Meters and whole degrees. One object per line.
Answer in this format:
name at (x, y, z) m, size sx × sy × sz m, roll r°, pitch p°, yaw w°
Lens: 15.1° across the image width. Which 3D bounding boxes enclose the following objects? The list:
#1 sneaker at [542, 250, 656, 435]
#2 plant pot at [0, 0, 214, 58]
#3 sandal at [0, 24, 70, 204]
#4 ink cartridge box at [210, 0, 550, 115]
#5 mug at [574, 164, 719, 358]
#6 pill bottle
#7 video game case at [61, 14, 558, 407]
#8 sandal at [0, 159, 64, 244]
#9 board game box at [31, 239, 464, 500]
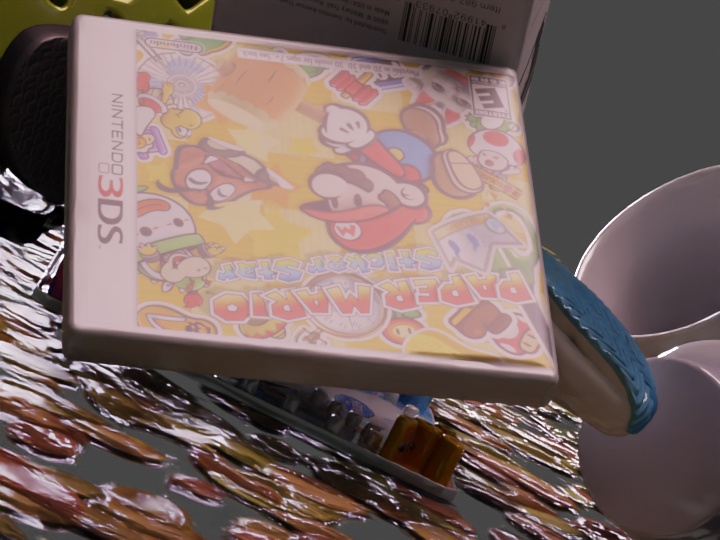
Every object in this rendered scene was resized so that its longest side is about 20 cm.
sneaker at (0.043, 0.017, 1.198) m, size 0.200 × 0.081 × 0.076 m, roll 37°, pitch 8°, yaw 20°
plant pot at (-0.133, -0.153, 1.461) m, size 0.199 × 0.182 × 0.199 m, roll 23°, pitch -11°, yaw -27°
sandal at (-0.126, -0.064, 1.290) m, size 0.043 × 0.076 × 0.200 m, roll 31°, pitch -2°, yaw 26°
ink cartridge box at (0.009, -0.109, 1.261) m, size 0.144 × 0.201 × 0.084 m, roll 17°, pitch 38°, yaw 7°
mug at (0.223, 0.067, 1.554) m, size 0.176 × 0.147 × 0.200 m, roll 56°, pitch 25°, yaw -30°
pill bottle at (0.181, 0.092, 1.289) m, size 0.111 × 0.112 × 0.200 m, roll 30°, pitch 7°, yaw 30°
video game case at (-0.023, -0.028, 1.125) m, size 0.199 × 0.023 × 0.182 m, roll 6°, pitch 47°, yaw -12°
sandal at (-0.168, -0.054, 1.337) m, size 0.075 × 0.048 × 0.200 m, roll 25°, pitch 7°, yaw -9°
board game box at (-0.048, 0.032, 1.237) m, size 0.199 × 0.026 × 0.200 m, roll 26°, pitch 6°, yaw -5°
